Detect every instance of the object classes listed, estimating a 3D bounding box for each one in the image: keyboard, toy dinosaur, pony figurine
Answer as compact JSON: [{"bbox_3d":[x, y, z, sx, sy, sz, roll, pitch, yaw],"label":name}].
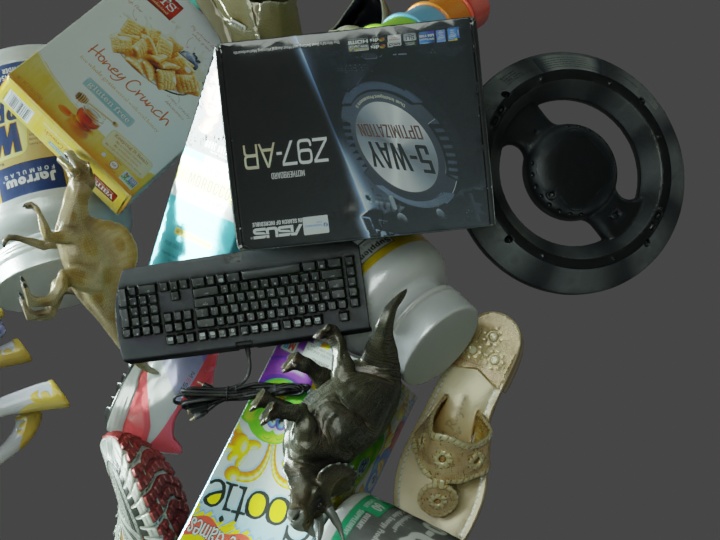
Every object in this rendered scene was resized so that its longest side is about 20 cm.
[{"bbox_3d":[-0.091,0.049,1.386,0.200,0.021,0.127,-8,94,8],"label":"keyboard"},{"bbox_3d":[-0.017,0.105,1.353,0.102,0.077,0.200,39,74,-14],"label":"toy dinosaur"},{"bbox_3d":[-0.378,0.111,1.515,0.200,0.167,0.193,-35,77,-14],"label":"pony figurine"},{"bbox_3d":[-0.224,0.006,1.422,0.101,0.058,0.200,-19,99,-17],"label":"toy dinosaur"}]

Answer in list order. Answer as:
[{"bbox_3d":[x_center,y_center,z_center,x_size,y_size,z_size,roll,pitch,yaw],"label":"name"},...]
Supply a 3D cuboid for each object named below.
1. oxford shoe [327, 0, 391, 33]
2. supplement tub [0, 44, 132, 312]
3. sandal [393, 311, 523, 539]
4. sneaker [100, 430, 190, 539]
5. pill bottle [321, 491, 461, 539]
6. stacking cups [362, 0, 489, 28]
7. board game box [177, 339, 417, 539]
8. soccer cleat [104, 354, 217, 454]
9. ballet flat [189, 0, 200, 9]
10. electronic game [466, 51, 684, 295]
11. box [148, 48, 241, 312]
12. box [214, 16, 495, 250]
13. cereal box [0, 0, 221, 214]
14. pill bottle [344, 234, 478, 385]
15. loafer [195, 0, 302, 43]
[{"bbox_3d":[-0.017,-0.162,1.477,0.071,0.074,0.200,0,40,15],"label":"oxford shoe"},{"bbox_3d":[-0.278,-0.078,1.531,0.144,0.144,0.200,-19,71,8],"label":"supplement tub"},{"bbox_3d":[0.073,0.128,1.428,0.078,0.070,0.212,18,80,18],"label":"sandal"},{"bbox_3d":[-0.182,0.229,1.449,0.082,0.078,0.200,-17,83,16],"label":"sneaker"},{"bbox_3d":[0.060,0.263,1.372,0.200,0.113,0.113,25,82,18],"label":"pill bottle"},{"bbox_3d":[0.048,-0.189,1.468,0.060,0.200,0.061,14,118,29],"label":"stacking cups"},{"bbox_3d":[-0.049,0.163,1.431,0.103,0.105,0.200,24,83,18],"label":"board game box"},{"bbox_3d":[-0.145,0.059,1.509,0.073,0.068,0.200,26,82,2],"label":"soccer cleat"},{"bbox_3d":[-0.102,-0.284,1.582,0.200,0.070,0.067,-10,71,11],"label":"ballet flat"},{"bbox_3d":[0.170,-0.080,1.442,0.200,0.042,0.200,2,83,-13],"label":"electronic game"},{"bbox_3d":[-0.104,-0.070,1.425,0.082,0.049,0.200,24,101,35],"label":"box"},{"bbox_3d":[-0.003,-0.104,1.351,0.200,0.044,0.161,-5,97,2],"label":"box"},{"bbox_3d":[-0.192,-0.159,1.508,0.144,0.040,0.200,43,51,-3],"label":"cereal box"},{"bbox_3d":[0.000,0.000,1.449,0.111,0.111,0.200,-45,64,-1],"label":"pill bottle"},{"bbox_3d":[-0.082,-0.206,1.522,0.067,0.076,0.200,-30,98,29],"label":"loafer"}]
